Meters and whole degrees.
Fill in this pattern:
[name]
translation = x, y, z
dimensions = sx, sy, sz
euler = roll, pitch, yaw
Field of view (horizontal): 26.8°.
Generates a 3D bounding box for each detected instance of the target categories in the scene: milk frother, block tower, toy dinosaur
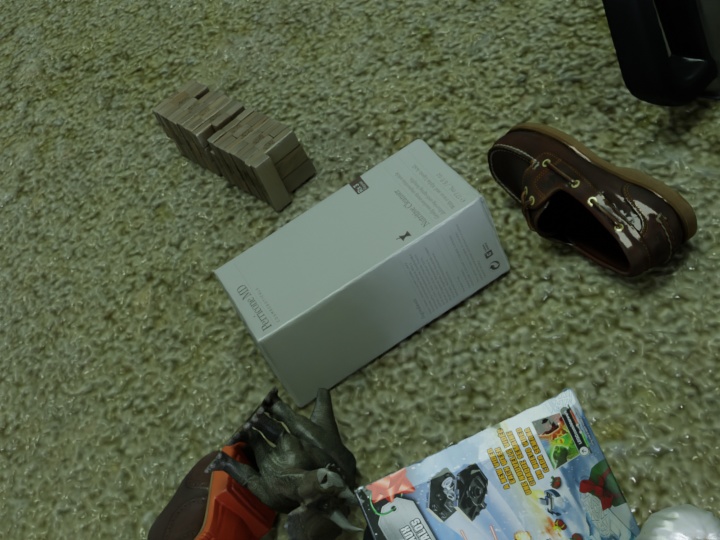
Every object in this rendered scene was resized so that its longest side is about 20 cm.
[milk frother]
translation = 0.232, -0.245, 1.217
dimensions = 0.180, 0.189, 0.200
euler = -34, 36, -9
[block tower]
translation = -0.118, -0.120, 1.411
dimensions = 0.058, 0.054, 0.200
euler = -40, 38, -14
[toy dinosaur]
translation = -0.040, 0.135, 1.030
dimensions = 0.077, 0.102, 0.200
euler = -49, 0, 6

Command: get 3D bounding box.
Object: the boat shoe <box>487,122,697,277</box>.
[boat shoe]
translation = 0.157, -0.054, 1.136
dimensions = 0.070, 0.071, 0.199
euler = -37, 37, -19

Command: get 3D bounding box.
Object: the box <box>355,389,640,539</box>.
[box]
translation = 0.097, 0.185, 0.825
dimensions = 0.136, 0.040, 0.201
euler = -24, 69, 2

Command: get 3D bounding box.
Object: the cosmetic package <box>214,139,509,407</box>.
[cosmetic package]
translation = 0.000, 0.000, 1.167
dimensions = 0.199, 0.081, 0.113
euler = -33, 38, -7

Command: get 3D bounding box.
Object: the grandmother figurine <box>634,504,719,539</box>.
[grandmother figurine]
translation = 0.183, 0.212, 0.738
dimensions = 0.060, 0.121, 0.202
euler = -32, 61, 34

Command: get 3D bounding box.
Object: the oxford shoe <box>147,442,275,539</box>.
[oxford shoe]
translation = -0.111, 0.203, 1.019
dimensions = 0.072, 0.071, 0.201
euler = -23, 27, 28

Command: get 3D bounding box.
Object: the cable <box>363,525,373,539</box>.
[cable]
translation = 0.089, 0.186, 0.922
dimensions = 0.199, 0.051, 0.163
euler = 10, 43, 36
